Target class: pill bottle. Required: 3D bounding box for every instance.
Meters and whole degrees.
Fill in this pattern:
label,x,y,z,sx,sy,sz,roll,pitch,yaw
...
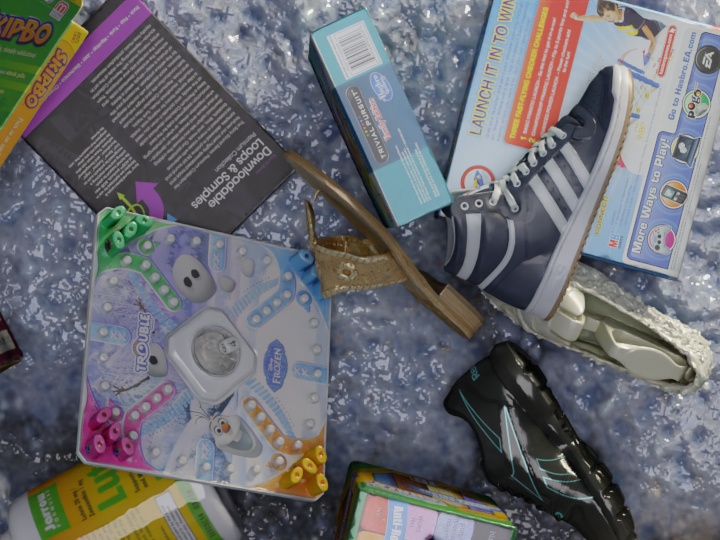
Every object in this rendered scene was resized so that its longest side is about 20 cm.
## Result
label,x,y,z,sx,sy,sz,roll,pitch,yaw
pill bottle,-0.201,0.203,1.580,0.200,0.111,0.111,-28,92,-1

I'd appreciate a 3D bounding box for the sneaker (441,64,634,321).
label,x,y,z,sx,sy,sz,roll,pitch,yaw
sneaker,0.129,-0.073,1.551,0.108,0.070,0.201,20,93,-3

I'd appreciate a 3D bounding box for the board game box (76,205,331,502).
label,x,y,z,sx,sy,sz,roll,pitch,yaw
board game box,-0.109,0.061,1.551,0.199,0.026,0.201,13,67,-25

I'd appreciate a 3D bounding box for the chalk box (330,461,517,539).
label,x,y,z,sx,sy,sz,roll,pitch,yaw
chalk box,0.039,0.227,1.544,0.124,0.200,0.125,15,90,-2

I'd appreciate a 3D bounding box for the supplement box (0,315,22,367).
label,x,y,z,sx,sy,sz,roll,pitch,yaw
supplement box,-0.373,0.073,1.556,0.200,0.131,0.103,-28,92,0

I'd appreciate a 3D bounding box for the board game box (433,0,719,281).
label,x,y,z,sx,sy,sz,roll,pitch,yaw
board game box,0.176,-0.112,1.614,0.195,0.056,0.201,15,91,-2

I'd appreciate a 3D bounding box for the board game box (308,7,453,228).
label,x,y,z,sx,sy,sz,roll,pitch,yaw
board game box,0.011,-0.108,1.537,0.047,0.200,0.151,-24,91,-2

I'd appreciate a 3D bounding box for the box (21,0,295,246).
label,x,y,z,sx,sy,sz,roll,pitch,yaw
box,-0.166,-0.103,1.614,0.143,0.036,0.200,-44,91,0

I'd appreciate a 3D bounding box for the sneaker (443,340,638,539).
label,x,y,z,sx,sy,sz,roll,pitch,yaw
sneaker,0.144,0.154,1.619,0.079,0.075,0.200,-35,84,10

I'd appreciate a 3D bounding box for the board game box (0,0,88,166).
label,x,y,z,sx,sy,sz,roll,pitch,yaw
board game box,-0.288,-0.137,1.588,0.095,0.030,0.200,33,92,38

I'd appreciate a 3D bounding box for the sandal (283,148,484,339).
label,x,y,z,sx,sy,sz,roll,pitch,yaw
sandal,0.002,0.001,1.580,0.212,0.078,0.070,41,85,-22

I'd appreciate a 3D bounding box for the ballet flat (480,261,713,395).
label,x,y,z,sx,sy,sz,roll,pitch,yaw
ballet flat,0.187,0.042,1.606,0.199,0.072,0.072,23,90,-3
